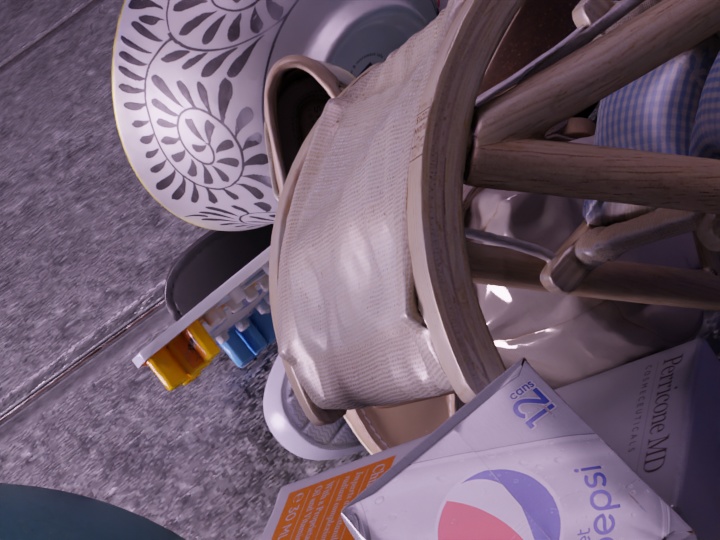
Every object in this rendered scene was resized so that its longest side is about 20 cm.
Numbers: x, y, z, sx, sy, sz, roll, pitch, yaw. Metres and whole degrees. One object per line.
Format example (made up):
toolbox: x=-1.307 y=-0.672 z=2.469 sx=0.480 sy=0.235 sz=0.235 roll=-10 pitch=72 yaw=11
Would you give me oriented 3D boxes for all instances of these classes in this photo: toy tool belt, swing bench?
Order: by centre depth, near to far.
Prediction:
swing bench: x=0.076 y=-0.036 z=0.613 sx=0.198 sy=0.131 sz=0.199 roll=-13 pitch=-3 yaw=-16
toy tool belt: x=0.089 y=0.003 z=0.820 sx=0.123 sy=0.125 sz=0.200 roll=-39 pitch=-10 yaw=34

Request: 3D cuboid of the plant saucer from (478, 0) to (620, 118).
plant saucer: x=0.105 y=-0.115 z=0.871 sx=0.201 sy=0.037 sz=0.201 roll=-55 pitch=-9 yaw=-13

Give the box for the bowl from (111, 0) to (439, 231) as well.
bowl: x=-0.021 y=-0.103 z=0.993 sx=0.201 sy=0.202 sz=0.094 roll=-43 pitch=42 yaw=-21

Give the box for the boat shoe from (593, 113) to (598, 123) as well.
boat shoe: x=0.149 y=-0.077 z=0.925 sx=0.072 sy=0.059 sz=0.200 roll=-51 pitch=-9 yaw=-11

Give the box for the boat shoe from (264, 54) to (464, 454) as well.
boat shoe: x=0.000 y=0.000 z=0.868 sx=0.072 sy=0.202 sz=0.065 roll=-18 pitch=-7 yaw=8

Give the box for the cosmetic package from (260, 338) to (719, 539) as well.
cosmetic package: x=0.052 y=0.110 z=0.730 sx=0.199 sy=0.072 sz=0.102 roll=-22 pitch=24 yaw=28

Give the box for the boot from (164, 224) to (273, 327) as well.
boot: x=-0.039 y=-0.039 z=1.198 sx=0.199 sy=0.070 sz=0.174 roll=-32 pitch=16 yaw=-4

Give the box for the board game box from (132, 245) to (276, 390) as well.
board game box: x=-0.013 y=-0.011 z=1.009 sx=0.200 sy=0.026 sz=0.200 roll=-38 pitch=-4 yaw=7

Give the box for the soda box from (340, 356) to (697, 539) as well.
soda box: x=0.061 y=0.112 z=0.536 sx=0.063 sy=0.200 sz=0.068 roll=-38 pitch=55 yaw=-9

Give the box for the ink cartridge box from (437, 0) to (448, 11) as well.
ink cartridge box: x=0.065 y=-0.180 z=1.151 sx=0.144 sy=0.149 sz=0.200 roll=-17 pitch=12 yaw=-26

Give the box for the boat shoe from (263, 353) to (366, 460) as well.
boat shoe: x=0.010 y=0.034 z=0.972 sx=0.062 sy=0.072 sz=0.200 roll=-34 pitch=7 yaw=46

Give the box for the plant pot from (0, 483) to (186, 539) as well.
plant pot: x=-0.129 y=0.201 z=0.654 sx=0.199 sy=0.201 sz=0.162 roll=-26 pitch=34 yaw=20
